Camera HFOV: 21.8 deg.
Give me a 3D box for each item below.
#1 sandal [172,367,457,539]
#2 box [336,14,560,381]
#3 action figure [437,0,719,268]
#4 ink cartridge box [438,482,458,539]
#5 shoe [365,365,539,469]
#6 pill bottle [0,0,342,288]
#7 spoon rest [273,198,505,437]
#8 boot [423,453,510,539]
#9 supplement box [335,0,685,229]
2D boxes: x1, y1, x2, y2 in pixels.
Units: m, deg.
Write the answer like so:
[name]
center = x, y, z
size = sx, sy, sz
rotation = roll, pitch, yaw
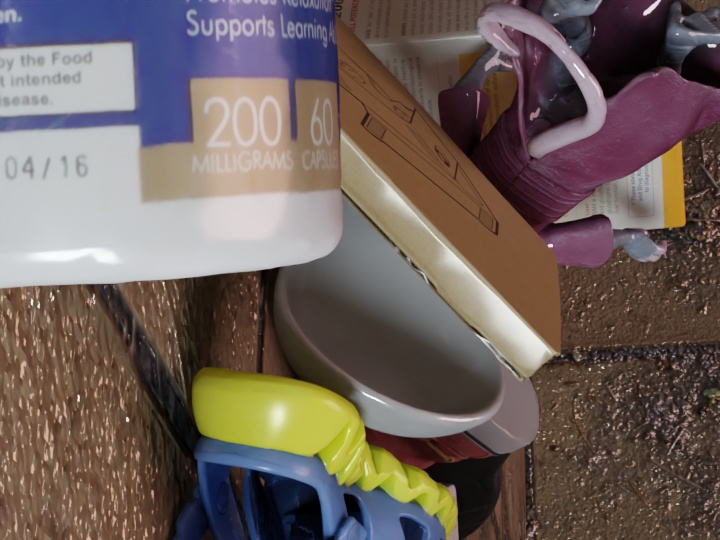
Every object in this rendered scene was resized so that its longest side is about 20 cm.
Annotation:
[sandal]
center = -0.021, 0.102, 0.725
size = 0.200, 0.079, 0.087
rotation = 42, 60, -60
[box]
center = 0.008, -0.054, 0.763
size = 0.200, 0.021, 0.164
rotation = 46, 15, -7
[action figure]
center = 0.090, -0.048, 0.877
size = 0.149, 0.134, 0.200
rotation = -42, 172, -50
[ink cartridge box]
center = 0.005, 0.173, 0.896
size = 0.200, 0.076, 0.137
rotation = 28, 59, -82
[shoe]
center = -0.001, 0.039, 0.944
size = 0.200, 0.091, 0.072
rotation = 44, 38, -33
[pill bottle]
center = -0.062, -0.099, 0.386
size = 0.111, 0.111, 0.201
rotation = -25, 112, -81
[spoon rest]
center = 0.000, 0.000, 0.769
size = 0.061, 0.099, 0.200
rotation = -64, -154, 23
[boot]
center = 0.033, 0.070, 1.126
size = 0.204, 0.073, 0.154
rotation = 110, -31, -50
[supplement box]
center = 0.070, -0.086, 1.002
size = 0.074, 0.199, 0.126
rotation = -84, 169, -58
